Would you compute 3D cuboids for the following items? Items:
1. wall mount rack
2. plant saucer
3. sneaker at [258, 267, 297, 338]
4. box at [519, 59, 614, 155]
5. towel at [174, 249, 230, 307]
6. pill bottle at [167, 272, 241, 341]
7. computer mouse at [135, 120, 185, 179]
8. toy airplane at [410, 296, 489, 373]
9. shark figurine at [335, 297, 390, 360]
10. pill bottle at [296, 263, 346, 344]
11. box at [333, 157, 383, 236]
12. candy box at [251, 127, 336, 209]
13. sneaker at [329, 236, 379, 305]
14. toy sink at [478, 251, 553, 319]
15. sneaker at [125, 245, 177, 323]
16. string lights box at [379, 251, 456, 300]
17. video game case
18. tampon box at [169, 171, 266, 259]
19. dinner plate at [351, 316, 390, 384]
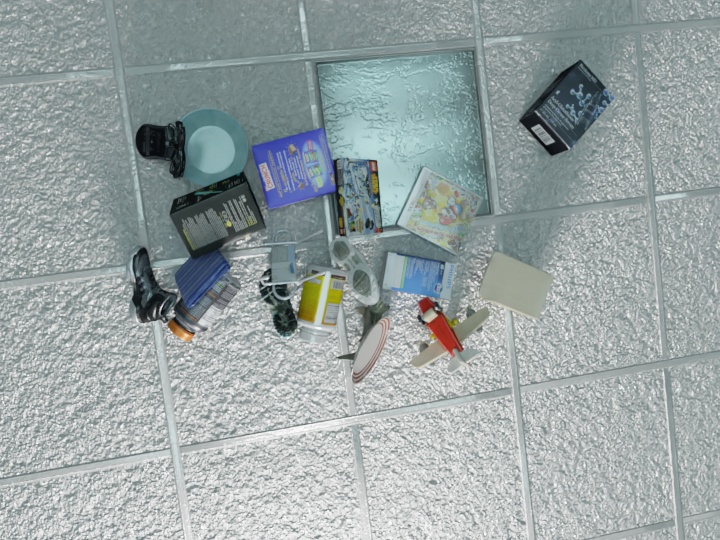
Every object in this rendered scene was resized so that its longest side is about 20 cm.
[{"bbox_3d":[-0.177,-0.031,1.343,0.171,0.075,0.203,-5,70,-3],"label":"wall mount rack"},{"bbox_3d":[-0.395,-0.320,1.354,0.197,0.039,0.205,0,92,-8],"label":"plant saucer"},{"bbox_3d":[-0.221,0.093,1.380,0.076,0.087,0.203,-15,71,-7],"label":"sneaker"},{"bbox_3d":[0.581,-0.455,1.451,0.148,0.107,0.200,42,86,-7],"label":"box"},{"bbox_3d":[-0.403,0.002,1.297,0.145,0.200,0.024,-47,126,-3],"label":"towel"},{"bbox_3d":[-0.411,0.086,1.335,0.106,0.106,0.201,40,87,-8],"label":"pill bottle"},{"bbox_3d":[-0.494,-0.315,1.297,0.198,0.052,0.141,20,109,33],"label":"computer mouse"},{"bbox_3d":[0.246,0.184,1.413,0.197,0.141,0.203,8,88,19],"label":"toy airplane"},{"bbox_3d":[0.008,0.149,1.426,0.089,0.128,0.217,27,107,17],"label":"shark figurine"},{"bbox_3d":[-0.108,0.089,1.376,0.108,0.109,0.203,12,90,-8],"label":"pill bottle"},{"bbox_3d":[-0.004,-0.196,1.378,0.136,0.040,0.204,-7,94,-44],"label":"box"},{"bbox_3d":[-0.173,-0.269,1.368,0.197,0.077,0.172,-16,96,-8],"label":"candy box"},{"bbox_3d":[0.000,0.000,1.354,0.077,0.099,0.202,-34,74,17],"label":"sneaker"},{"bbox_3d":[0.414,0.037,1.447,0.197,0.112,0.132,20,90,-13],"label":"toy sink"},{"bbox_3d":[-0.531,0.039,1.318,0.112,0.075,0.204,3,98,15],"label":"sneaker"},{"bbox_3d":[0.159,0.014,1.436,0.197,0.059,0.105,10,92,-8],"label":"string lights box"},{"bbox_3d":[0.225,-0.169,1.455,0.198,0.023,0.184,26,89,-8],"label":"video game case"},{"bbox_3d":[-0.358,-0.142,1.296,0.198,0.150,0.128,-23,116,-5],"label":"tampon box"},{"bbox_3d":[0.023,0.210,1.370,0.024,0.200,0.202,25,88,19],"label":"dinner plate"}]
